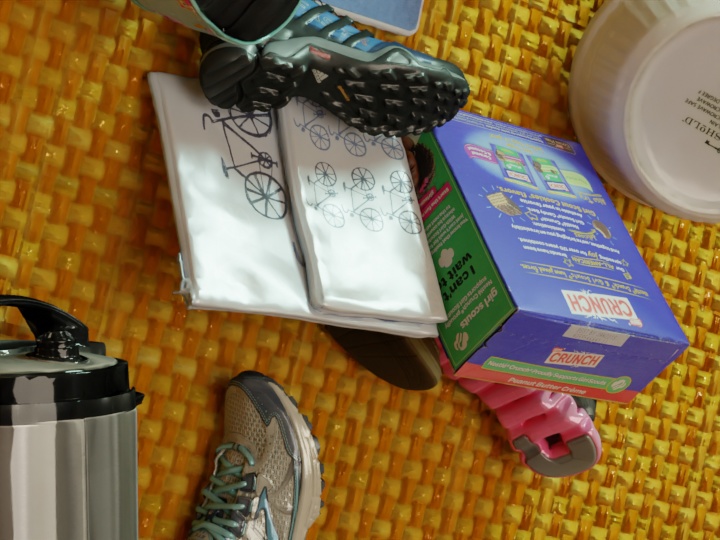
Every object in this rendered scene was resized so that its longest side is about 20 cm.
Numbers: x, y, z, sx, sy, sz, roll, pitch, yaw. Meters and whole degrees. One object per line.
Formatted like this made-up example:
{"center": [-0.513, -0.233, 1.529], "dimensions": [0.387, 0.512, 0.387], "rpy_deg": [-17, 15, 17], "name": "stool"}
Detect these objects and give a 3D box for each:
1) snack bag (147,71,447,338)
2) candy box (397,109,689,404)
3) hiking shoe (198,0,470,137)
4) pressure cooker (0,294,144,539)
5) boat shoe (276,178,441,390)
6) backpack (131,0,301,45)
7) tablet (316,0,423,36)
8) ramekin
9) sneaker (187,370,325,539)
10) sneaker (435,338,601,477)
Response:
{"center": [-0.044, -0.049, 1.639], "dimensions": [0.200, 0.021, 0.189], "rpy_deg": [8, 57, -32], "name": "snack bag"}
{"center": [0.113, -0.012, 1.729], "dimensions": [0.169, 0.200, 0.077], "rpy_deg": [13, 129, -39], "name": "candy box"}
{"center": [-0.016, -0.148, 1.658], "dimensions": [0.200, 0.074, 0.087], "rpy_deg": [10, 52, -29], "name": "hiking shoe"}
{"center": [-0.216, 0.115, 1.484], "dimensions": [0.178, 0.176, 0.200], "rpy_deg": [-1, 94, -10], "name": "pressure cooker"}
{"center": [-0.002, 0.000, 1.718], "dimensions": [0.201, 0.073, 0.063], "rpy_deg": [49, 56, -20], "name": "boat shoe"}
{"center": [-0.087, -0.248, 1.548], "dimensions": [0.176, 0.153, 0.200], "rpy_deg": [32, 75, -64], "name": "backpack"}
{"center": [-0.025, -0.245, 1.704], "dimensions": [0.200, 0.014, 0.130], "rpy_deg": [13, 87, -38], "name": "tablet"}
{"center": [0.261, -0.128, 1.837], "dimensions": [0.202, 0.094, 0.203], "rpy_deg": [-2, 110, -7], "name": "ramekin"}
{"center": [-0.076, 0.169, 1.673], "dimensions": [0.086, 0.078, 0.200], "rpy_deg": [-12, 102, -34], "name": "sneaker"}
{"center": [0.115, 0.056, 1.827], "dimensions": [0.200, 0.079, 0.095], "rpy_deg": [55, 34, -24], "name": "sneaker"}
